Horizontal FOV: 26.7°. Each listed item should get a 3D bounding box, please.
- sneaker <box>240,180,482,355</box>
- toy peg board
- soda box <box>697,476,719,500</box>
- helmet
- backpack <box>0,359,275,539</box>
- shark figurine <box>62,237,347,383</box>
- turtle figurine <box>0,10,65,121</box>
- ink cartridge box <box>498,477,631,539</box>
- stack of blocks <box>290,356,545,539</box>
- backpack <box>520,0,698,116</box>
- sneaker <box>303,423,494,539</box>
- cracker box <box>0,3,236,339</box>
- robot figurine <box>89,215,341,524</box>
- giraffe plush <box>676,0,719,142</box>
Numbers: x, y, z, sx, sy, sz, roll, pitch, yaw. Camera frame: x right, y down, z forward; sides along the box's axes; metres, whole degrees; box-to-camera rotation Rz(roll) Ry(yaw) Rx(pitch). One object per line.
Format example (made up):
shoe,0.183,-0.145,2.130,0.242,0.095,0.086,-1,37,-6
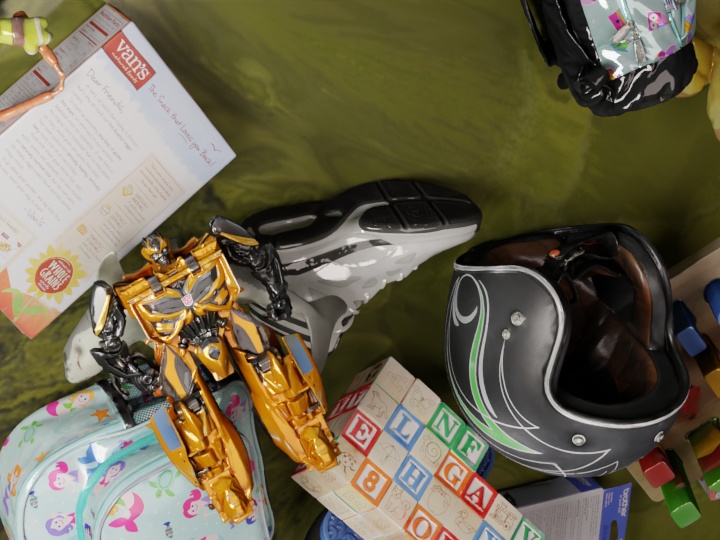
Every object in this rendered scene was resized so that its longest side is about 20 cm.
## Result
sneaker,0.000,0.000,1.209,0.199,0.076,0.116,-10,125,-16
toy peg board,0.301,0.111,1.338,0.199,0.098,0.199,-34,115,14
soda box,0.347,0.115,1.437,0.068,0.064,0.201,-12,119,-4
helmet,0.165,0.071,1.234,0.199,0.200,0.192,-16,101,-22
backpack,-0.168,0.172,1.142,0.199,0.151,0.179,-16,119,-17
shark figurine,-0.115,0.010,1.102,0.212,0.090,0.129,-5,128,-3
turtle figurine,-0.291,-0.171,0.956,0.198,0.064,0.163,-1,102,-4
ink cartridge box,0.158,0.260,1.419,0.198,0.042,0.120,-8,115,-23
stack of blocks,0.056,0.182,1.243,0.200,0.058,0.115,43,56,-11
backpack,0.188,-0.231,1.150,0.126,0.167,0.201,-17,105,-2
sneaker,0.028,0.197,1.309,0.199,0.070,0.078,-25,167,-35
cracker box,-0.204,-0.069,1.063,0.200,0.058,0.134,-42,126,-6
robot figurine,-0.096,0.064,1.035,0.144,0.058,0.201,-30,109,-11
giraffe plush,0.335,-0.228,1.256,0.162,0.172,0.201,-35,90,-23
